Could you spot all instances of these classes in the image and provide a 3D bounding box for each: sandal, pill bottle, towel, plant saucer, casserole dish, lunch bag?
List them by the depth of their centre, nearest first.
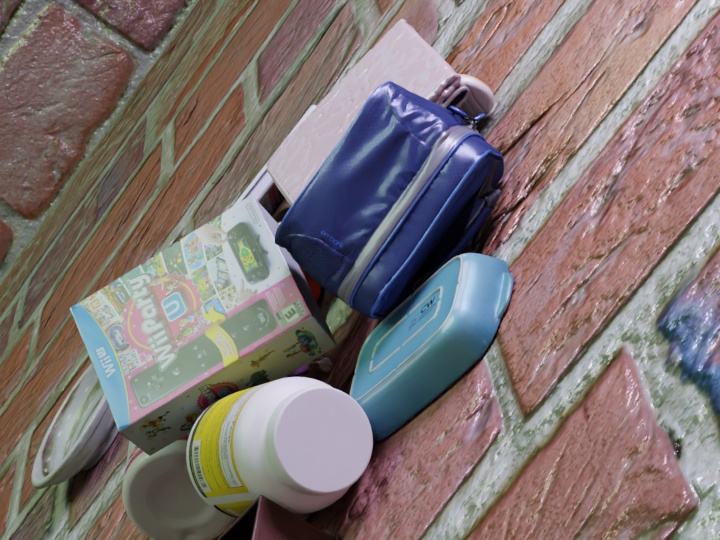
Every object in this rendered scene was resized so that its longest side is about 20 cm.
[{"bbox_3d":[0.051,0.058,1.607,0.200,0.039,0.121,-42,23,39],"label":"casserole dish"},{"bbox_3d":[-0.065,0.149,1.629,0.113,0.112,0.200,-63,16,-18],"label":"pill bottle"},{"bbox_3d":[0.039,-0.059,1.675,0.200,0.132,0.136,-54,-11,7],"label":"lunch bag"},{"bbox_3d":[0.003,-0.135,1.840,0.200,0.032,0.191,-45,27,5],"label":"towel"},{"bbox_3d":[-0.168,0.165,1.893,0.113,0.113,0.200,-51,19,21],"label":"pill bottle"},{"bbox_3d":[0.071,-0.170,1.902,0.206,0.079,0.059,-11,49,56],"label":"sandal"},{"bbox_3d":[-0.336,0.190,2.426,0.200,0.050,0.200,-50,19,24],"label":"plant saucer"}]

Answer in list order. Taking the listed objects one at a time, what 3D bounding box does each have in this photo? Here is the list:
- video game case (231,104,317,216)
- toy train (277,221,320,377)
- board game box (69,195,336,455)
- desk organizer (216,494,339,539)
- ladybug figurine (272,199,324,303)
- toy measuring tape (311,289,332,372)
[{"bbox_3d":[-0.091,-0.068,2.065,0.182,0.023,0.200,-53,-12,-12],"label":"video game case"},{"bbox_3d":[-0.097,0.031,1.871,0.200,0.151,0.056,-6,6,40],"label":"toy train"},{"bbox_3d":[-0.143,0.050,1.751,0.200,0.064,0.148,-32,56,6],"label":"board game box"},{"bbox_3d":[-0.075,0.274,1.504,0.072,0.077,0.200,-47,20,31],"label":"desk organizer"},{"bbox_3d":[-0.071,-0.002,1.991,0.200,0.072,0.136,-63,17,-16],"label":"ladybug figurine"},{"bbox_3d":[0.000,0.000,1.848,0.074,0.073,0.201,173,105,-69],"label":"toy measuring tape"}]
